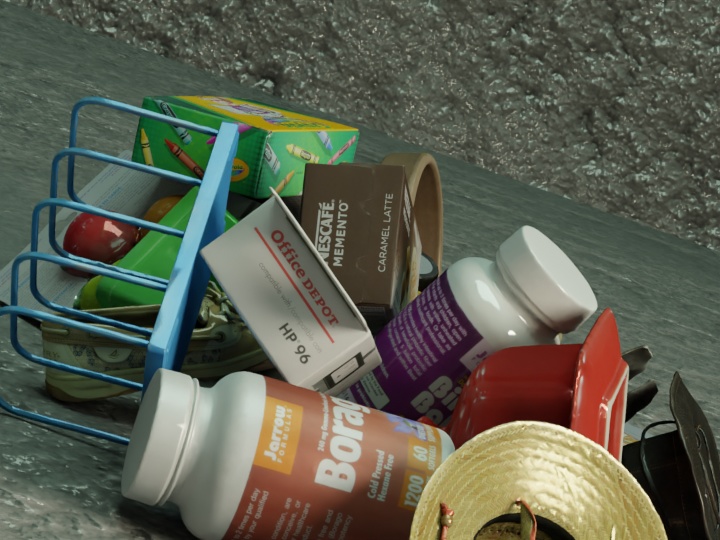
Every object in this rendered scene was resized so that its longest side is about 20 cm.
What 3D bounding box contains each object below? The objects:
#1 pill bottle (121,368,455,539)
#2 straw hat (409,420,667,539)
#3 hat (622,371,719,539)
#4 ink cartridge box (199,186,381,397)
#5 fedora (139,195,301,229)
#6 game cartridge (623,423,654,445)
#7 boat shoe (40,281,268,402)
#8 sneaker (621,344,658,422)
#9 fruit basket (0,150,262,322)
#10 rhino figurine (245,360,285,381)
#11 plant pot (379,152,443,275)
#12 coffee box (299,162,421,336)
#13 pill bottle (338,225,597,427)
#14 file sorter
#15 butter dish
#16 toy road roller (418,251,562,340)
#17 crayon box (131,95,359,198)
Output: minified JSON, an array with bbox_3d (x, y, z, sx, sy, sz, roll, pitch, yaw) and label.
[{"bbox_3d":[-0.047,0.131,1.395,0.198,0.113,0.112,17,11,-13],"label":"pill bottle"},{"bbox_3d":[0.094,0.197,1.362,0.200,0.203,0.085,14,-29,-26],"label":"straw hat"},{"bbox_3d":[0.236,0.181,1.660,0.080,0.202,0.201,-17,4,12],"label":"hat"},{"bbox_3d":[-0.047,0.023,1.483,0.116,0.068,0.200,54,-3,10],"label":"ink cartridge box"},{"bbox_3d":[-0.111,0.009,1.860,0.200,0.177,0.091,32,-27,41],"label":"fedora"},{"bbox_3d":[0.205,0.158,1.925,0.133,0.042,0.200,29,14,24],"label":"game cartridge"},{"bbox_3d":[-0.137,0.045,1.602,0.198,0.063,0.073,-14,19,-23],"label":"boat shoe"},{"bbox_3d":[0.130,0.108,1.681,0.198,0.060,0.104,-8,-28,3],"label":"sneaker"},{"bbox_3d":[-0.183,-0.007,1.773,0.199,0.185,0.094,18,-35,40],"label":"fruit basket"},{"bbox_3d":[-0.060,0.113,1.607,0.087,0.060,0.200,12,14,-24],"label":"rhino figurine"},{"bbox_3d":[-0.021,-0.017,2.051,0.173,0.202,0.200,5,7,13],"label":"plant pot"},{"bbox_3d":[0.000,0.000,1.723,0.079,0.115,0.200,3,-18,6],"label":"coffee box"},{"bbox_3d":[0.078,0.062,1.623,0.112,0.200,0.112,41,19,-17],"label":"pill bottle"},{"bbox_3d":[-0.171,0.002,1.509,0.122,0.139,0.201,14,53,1],"label":"file sorter"},{"bbox_3d":[0.103,0.131,1.506,0.146,0.201,0.200,5,12,12],"label":"butter dish"},{"bbox_3d":[0.078,0.078,1.891,0.198,0.124,0.146,16,26,-15],"label":"toy road roller"},{"bbox_3d":[-0.094,-0.105,1.834,0.118,0.059,0.200,17,9,20],"label":"crayon box"}]
